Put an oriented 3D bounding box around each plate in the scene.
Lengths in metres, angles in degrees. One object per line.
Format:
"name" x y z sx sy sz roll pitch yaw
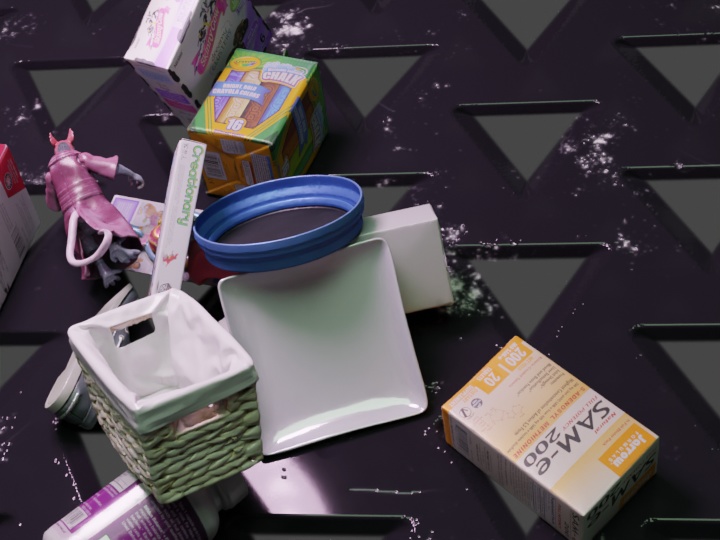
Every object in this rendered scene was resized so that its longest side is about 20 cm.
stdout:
"plate" -0.042 0.084 1.504 0.197 0.032 0.203 -15 90 -4

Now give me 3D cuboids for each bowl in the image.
"bowl" -0.091 -0.054 1.537 0.197 0.040 0.201 -10 23 4

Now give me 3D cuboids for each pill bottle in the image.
"pill bottle" -0.217 0.258 1.393 0.199 0.113 0.112 -35 53 -20

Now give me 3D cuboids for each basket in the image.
"basket" -0.195 0.125 1.364 0.134 0.125 0.200 -20 30 -23

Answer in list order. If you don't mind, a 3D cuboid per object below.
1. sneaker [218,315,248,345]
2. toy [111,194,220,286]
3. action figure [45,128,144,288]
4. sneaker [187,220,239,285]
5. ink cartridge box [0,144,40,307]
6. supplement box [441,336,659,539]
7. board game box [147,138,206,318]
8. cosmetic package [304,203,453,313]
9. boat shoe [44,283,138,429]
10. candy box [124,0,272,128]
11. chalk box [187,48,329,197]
"sneaker" -0.186 0.109 1.535 0.113 0.081 0.201 10 54 14
"toy" -0.244 -0.049 1.699 0.197 0.048 0.116 7 53 16
"action figure" -0.346 -0.081 1.645 0.133 0.149 0.202 -30 78 19
"sneaker" -0.117 -0.003 1.640 0.197 0.074 0.088 9 83 5
"ink cartridge box" -0.482 -0.035 1.660 0.082 0.146 0.202 5 51 12
"supplement box" 0.198 0.177 1.419 0.126 0.074 0.199 -40 56 -23
"board game box" -0.218 -0.044 1.581 0.034 0.126 0.203 11 85 -10
"cosmetic package" 0.000 0.000 1.566 0.197 0.109 0.085 -11 16 -3
"boat shoe" -0.302 0.101 1.587 0.062 0.073 0.201 38 44 -16
"candy box" -0.208 -0.296 1.773 0.071 0.200 0.170 17 76 23
"chalk box" -0.119 -0.200 1.757 0.122 0.126 0.201 13 54 19
